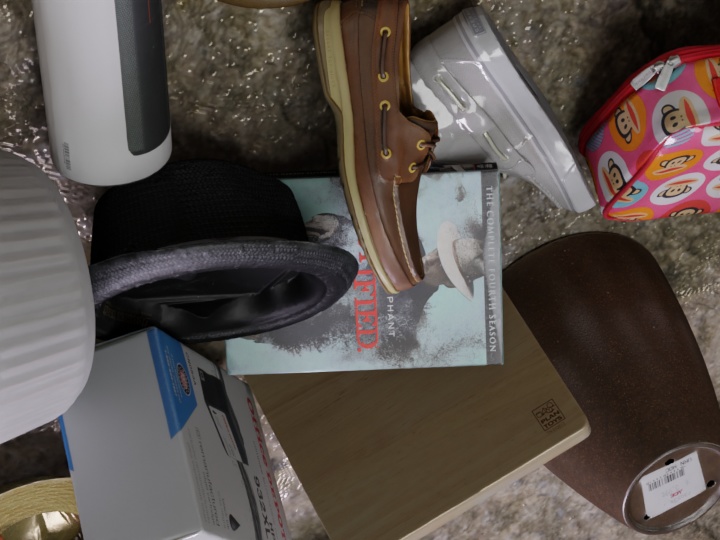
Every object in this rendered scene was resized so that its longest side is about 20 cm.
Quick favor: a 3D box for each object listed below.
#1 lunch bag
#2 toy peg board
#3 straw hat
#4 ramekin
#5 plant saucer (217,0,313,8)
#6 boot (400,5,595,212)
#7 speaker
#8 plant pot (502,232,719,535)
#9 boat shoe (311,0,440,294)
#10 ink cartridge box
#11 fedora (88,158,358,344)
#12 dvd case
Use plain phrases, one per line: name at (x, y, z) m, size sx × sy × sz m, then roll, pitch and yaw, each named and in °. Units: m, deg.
lunch bag at (0.273, -0.109, 1.225) m, size 0.199 × 0.082 × 0.176 m, roll -9°, pitch 160°, yaw -22°
toy peg board at (0.044, 0.106, 1.267) m, size 0.199 × 0.200 × 0.098 m, roll -31°, pitch 150°, yaw -1°
straw hat at (-0.247, 0.202, 1.268) m, size 0.200 × 0.085 × 0.202 m, roll -12°, pitch 129°, yaw -16°
ramekin at (-0.241, 0.016, 1.056) m, size 0.094 × 0.202 × 0.203 m, roll -12°, pitch 131°, yaw -32°
plant saucer at (-0.040, -0.244, 1.047) m, size 0.199 × 0.035 × 0.201 m, roll -13°, pitch 131°, yaw -16°
boot at (0.089, -0.096, 1.212) m, size 0.095 × 0.074 × 0.200 m, roll -30°, pitch 128°, yaw 13°
speaker at (-0.160, -0.155, 1.031) m, size 0.081 × 0.081 × 0.201 m, roll -12°, pitch 129°, yaw -16°
plant pot at (0.200, 0.104, 1.323) m, size 0.186 × 0.200 × 0.188 m, roll -12°, pitch 130°, yaw -15°
boat shoe at (0.019, -0.084, 1.119) m, size 0.067 × 0.072 × 0.201 m, roll -10°, pitch 99°, yaw 10°
ink cartridge box at (-0.126, 0.138, 1.177) m, size 0.083 × 0.146 × 0.200 m, roll -20°, pitch 160°, yaw 10°
fedora at (-0.104, -0.018, 1.114) m, size 0.199 × 0.092 × 0.201 m, roll -10°, pitch 162°, yaw -3°
dvd case at (0.000, 0.000, 1.191) m, size 0.199 × 0.022 × 0.147 m, roll -2°, pitch 106°, yaw 0°
